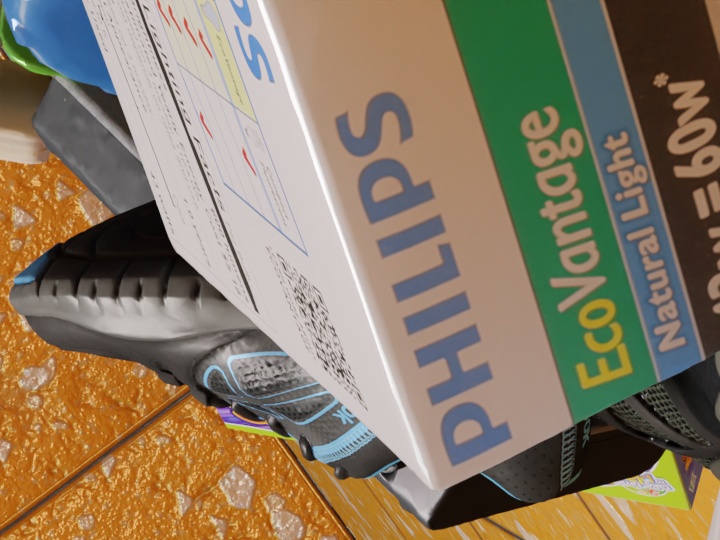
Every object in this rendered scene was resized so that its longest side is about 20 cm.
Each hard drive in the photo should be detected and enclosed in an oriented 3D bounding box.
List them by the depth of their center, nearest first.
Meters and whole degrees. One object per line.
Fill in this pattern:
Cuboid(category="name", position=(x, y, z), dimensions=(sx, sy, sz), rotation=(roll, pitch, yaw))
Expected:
Cuboid(category="hard drive", position=(0.000, 0.000, 0.893), dimensions=(0.200, 0.033, 0.139), rotation=(43, -152, 25))

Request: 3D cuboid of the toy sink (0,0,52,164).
Cuboid(category="toy sink", position=(-0.208, -0.125, 1.039), dimensions=(0.199, 0.112, 0.130), rotation=(11, -165, -9))

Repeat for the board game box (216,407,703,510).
Cuboid(category="board game box", position=(0.027, 0.026, 1.026), dimensions=(0.199, 0.045, 0.135), rotation=(9, 152, 21))

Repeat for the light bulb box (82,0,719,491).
Cuboid(category="light bulb box", position=(0.006, -0.085, 0.646), dimensions=(0.200, 0.125, 0.199), rotation=(38, 150, 63))

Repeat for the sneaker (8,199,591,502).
Cuboid(category="sneaker", position=(-0.022, 0.024, 0.779), dimensions=(0.200, 0.073, 0.082), rotation=(5, 120, 40))

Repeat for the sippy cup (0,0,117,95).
Cuboid(category="sippy cup", position=(-0.065, -0.129, 0.805), dimensions=(0.178, 0.139, 0.131), rotation=(65, -169, -61))

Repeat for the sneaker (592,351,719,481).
Cuboid(category="sneaker", position=(0.085, 0.006, 0.780), dimensions=(0.114, 0.076, 0.199), rotation=(21, 167, 13))

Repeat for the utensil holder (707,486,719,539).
Cuboid(category="utensil holder", position=(0.146, 0.089, 0.558), dimensions=(0.170, 0.170, 0.200), rotation=(50, 170, 22))
